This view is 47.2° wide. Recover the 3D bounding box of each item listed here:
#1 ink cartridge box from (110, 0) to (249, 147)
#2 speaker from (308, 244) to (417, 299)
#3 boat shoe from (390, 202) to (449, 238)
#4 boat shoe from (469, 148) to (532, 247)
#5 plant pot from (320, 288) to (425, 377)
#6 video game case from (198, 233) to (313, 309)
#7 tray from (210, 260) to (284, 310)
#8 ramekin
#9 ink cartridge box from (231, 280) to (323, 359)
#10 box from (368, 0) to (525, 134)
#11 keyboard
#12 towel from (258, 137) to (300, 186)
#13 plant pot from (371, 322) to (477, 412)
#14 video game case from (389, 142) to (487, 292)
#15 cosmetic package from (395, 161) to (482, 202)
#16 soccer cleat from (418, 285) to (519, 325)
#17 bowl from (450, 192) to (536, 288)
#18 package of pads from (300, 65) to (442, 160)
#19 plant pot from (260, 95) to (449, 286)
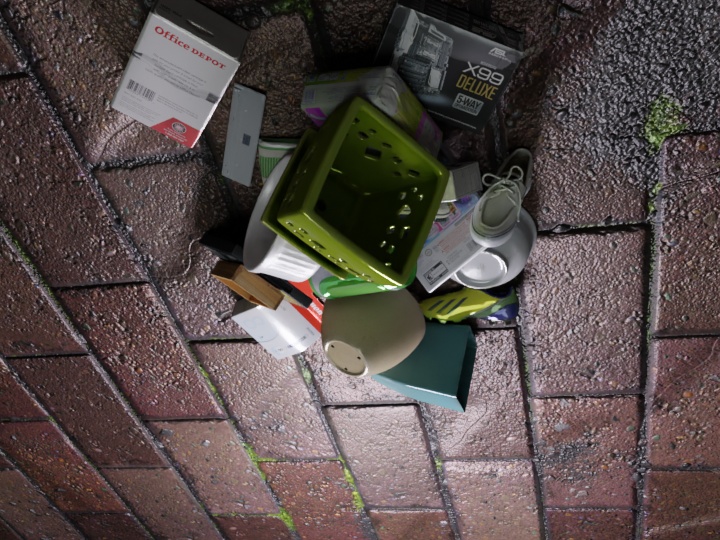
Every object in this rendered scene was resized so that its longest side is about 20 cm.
[{"bbox_3d":[-0.276,-0.308,1.261,0.145,0.084,0.200,27,135,-18],"label":"ink cartridge box"},{"bbox_3d":[0.000,0.000,1.404,0.198,0.089,0.088,-10,137,45],"label":"speaker"},{"bbox_3d":[0.070,-0.081,1.379,0.198,0.074,0.063,-3,99,44],"label":"boat shoe"},{"bbox_3d":[0.227,-0.126,1.280,0.074,0.203,0.087,21,138,19],"label":"boat shoe"},{"bbox_3d":[0.003,0.115,1.515,0.198,0.135,0.202,21,138,20],"label":"plant pot"},{"bbox_3d":[-0.197,-0.001,1.530,0.180,0.026,0.199,38,169,-27],"label":"video game case"},{"bbox_3d":[-0.210,0.024,1.513,0.098,0.037,0.200,37,169,-18],"label":"tray"},{"bbox_3d":[-0.110,-0.080,1.363,0.097,0.203,0.201,20,137,-23],"label":"ramekin"},{"bbox_3d":[-0.141,0.100,1.696,0.198,0.048,0.160,-19,130,31],"label":"ink cartridge box"},{"bbox_3d":[0.120,-0.305,1.215,0.197,0.050,0.158,19,137,-9],"label":"box"},{"bbox_3d":[-0.198,-0.224,1.386,0.056,0.011,0.201,19,137,0],"label":"keyboard"},{"bbox_3d":[-0.097,-0.149,1.444,0.150,0.024,0.202,3,138,9],"label":"towel"},{"bbox_3d":[0.119,0.183,1.652,0.197,0.143,0.142,8,161,19],"label":"plant pot"},{"bbox_3d":[0.128,-0.085,1.400,0.183,0.024,0.200,53,131,5],"label":"video game case"},{"bbox_3d":[0.090,-0.135,1.329,0.198,0.082,0.051,-3,102,41],"label":"cosmetic package"},{"bbox_3d":[0.207,0.058,1.592,0.197,0.065,0.085,1,107,15],"label":"soccer cleat"},{"bbox_3d":[0.213,-0.033,1.459,0.198,0.091,0.203,5,136,5],"label":"bowl"},{"bbox_3d":[0.024,-0.224,1.246,0.153,0.069,0.200,3,158,34],"label":"package of pads"},{"bbox_3d":[-0.019,-0.103,1.204,0.199,0.201,0.180,35,158,-28],"label":"plant pot"}]
